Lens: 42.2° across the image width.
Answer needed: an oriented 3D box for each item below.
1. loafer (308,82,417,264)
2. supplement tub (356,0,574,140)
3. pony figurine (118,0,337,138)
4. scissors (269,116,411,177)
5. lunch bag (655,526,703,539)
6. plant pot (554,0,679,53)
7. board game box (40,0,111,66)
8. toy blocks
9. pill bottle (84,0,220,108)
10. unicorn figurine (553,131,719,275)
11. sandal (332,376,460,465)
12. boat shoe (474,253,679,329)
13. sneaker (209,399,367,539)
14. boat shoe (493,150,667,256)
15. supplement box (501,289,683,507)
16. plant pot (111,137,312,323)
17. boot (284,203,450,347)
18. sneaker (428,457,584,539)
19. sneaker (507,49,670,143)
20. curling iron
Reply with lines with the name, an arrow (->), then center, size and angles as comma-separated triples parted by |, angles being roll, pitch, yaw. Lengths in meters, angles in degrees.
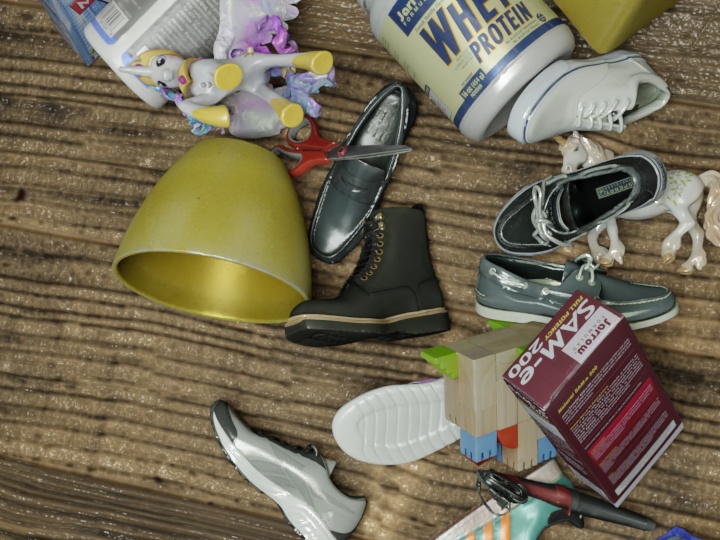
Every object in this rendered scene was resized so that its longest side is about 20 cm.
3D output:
loafer -> -0.002, -0.103, 0.972 | 0.067, 0.070, 0.203 | 26, 90, 8
supplement tub -> 0.100, -0.247, 0.931 | 0.145, 0.145, 0.200 | -42, 82, 3
pony figurine -> -0.113, -0.194, 0.903 | 0.191, 0.199, 0.169 | -17, 117, -33
scissors -> -0.028, -0.113, 0.949 | 0.199, 0.014, 0.074 | 24, 77, 47
lunch bag -> 0.268, 0.369, 0.881 | 0.198, 0.124, 0.172 | -29, 84, -3
plant pot -> 0.264, -0.368, 0.863 | 0.193, 0.200, 0.196 | -36, 81, -18
board game box -> -0.270, -0.328, 0.958 | 0.200, 0.200, 0.062 | -44, 81, 3
toy blocks -> 0.156, 0.127, 0.907 | 0.198, 0.100, 0.139 | -13, 109, -29
pill bottle -> -0.184, -0.280, 0.987 | 0.200, 0.114, 0.114 | -43, 82, 3
unicorn figurine -> 0.270, -0.069, 0.936 | 0.197, 0.074, 0.140 | 4, 78, 10
sandal -> 0.068, 0.145, 0.962 | 0.200, 0.050, 0.084 | -14, 99, -6
boat shoe -> 0.207, 0.016, 0.909 | 0.197, 0.073, 0.063 | 3, 109, 22
sneaker -> -0.077, 0.203, 0.968 | 0.200, 0.074, 0.079 | 43, 83, 2
boat shoe -> 0.194, -0.056, 0.895 | 0.198, 0.068, 0.075 | -16, 92, 47
supplement box -> 0.219, 0.122, 0.861 | 0.109, 0.200, 0.061 | -46, 42, -8
plant pot -> -0.135, -0.047, 0.939 | 0.197, 0.200, 0.144 | 6, 71, 8
boot -> 0.000, 0.000, 0.924 | 0.077, 0.198, 0.141 | -16, 78, 41
sneaker -> 0.132, 0.274, 0.930 | 0.199, 0.071, 0.080 | -34, 78, 3
sneaker -> 0.226, -0.164, 0.898 | 0.198, 0.074, 0.071 | -27, 51, -31
curling iron -> 0.196, 0.226, 0.893 | 0.197, 0.050, 0.026 | 17, 122, -18
